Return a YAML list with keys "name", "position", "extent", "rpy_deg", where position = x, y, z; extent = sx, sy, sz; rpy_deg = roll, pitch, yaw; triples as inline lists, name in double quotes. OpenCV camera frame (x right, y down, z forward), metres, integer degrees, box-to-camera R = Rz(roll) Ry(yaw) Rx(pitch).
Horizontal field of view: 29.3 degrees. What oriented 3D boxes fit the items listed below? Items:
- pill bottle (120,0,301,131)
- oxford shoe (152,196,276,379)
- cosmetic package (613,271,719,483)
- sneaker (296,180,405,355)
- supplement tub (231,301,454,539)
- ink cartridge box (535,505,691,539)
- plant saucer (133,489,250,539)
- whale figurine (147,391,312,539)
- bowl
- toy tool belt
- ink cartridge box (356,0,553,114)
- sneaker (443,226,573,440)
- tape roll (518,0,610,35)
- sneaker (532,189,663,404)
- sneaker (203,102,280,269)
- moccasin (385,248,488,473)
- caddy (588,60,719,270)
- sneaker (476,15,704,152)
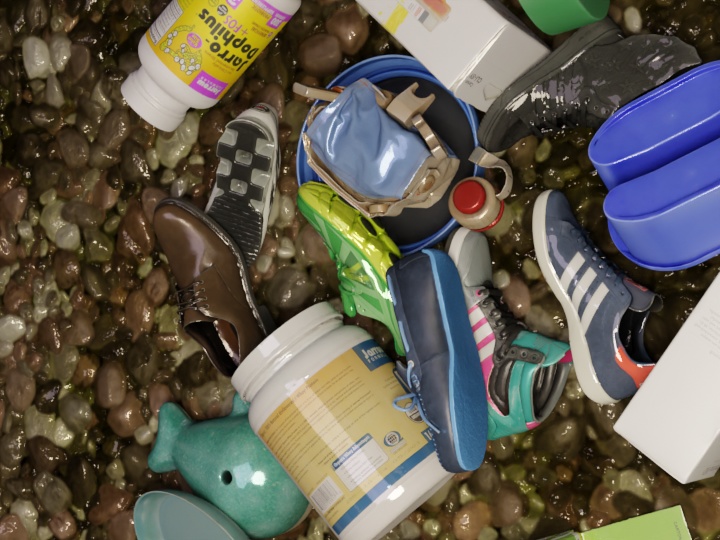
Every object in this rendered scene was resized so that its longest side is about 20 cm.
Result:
- name: "pill bottle"
  position: [-0.160, -0.241, 1.431]
  extent: [0.200, 0.104, 0.104]
  rpy_deg: [-46, 68, 18]
- name: "oxford shoe"
  position: [-0.156, 0.018, 1.388]
  extent: [0.072, 0.084, 0.201]
  rpy_deg: [-30, 93, 34]
- name: "cosmetic package"
  position: [0.310, 0.076, 1.158]
  extent: [0.081, 0.113, 0.201]
  rpy_deg: [36, 105, 25]
- name: "sneaker"
  position: [0.000, 0.000, 1.306]
  extent: [0.084, 0.074, 0.200]
  rpy_deg: [-42, 85, 26]
- name: "supplement tub"
  position: [-0.014, 0.144, 1.292]
  extent: [0.145, 0.145, 0.200]
  rpy_deg: [-44, 78, 18]
- name: "ink cartridge box"
  position: [0.203, 0.304, 1.219]
  extent: [0.199, 0.076, 0.149]
  rpy_deg: [-22, 77, 26]
- name: "plant saucer"
  position: [-0.149, 0.297, 1.382]
  extent: [0.199, 0.027, 0.201]
  rpy_deg: [27, 137, 29]
- name: "whale figurine"
  position: [-0.139, 0.194, 1.390]
  extent: [0.199, 0.104, 0.160]
  rpy_deg: [17, 95, 26]
- name: "bowl"
  position: [0.032, -0.110, 1.357]
  extent: [0.200, 0.039, 0.202]
  rpy_deg: [-2, 86, 28]
- name: "toy tool belt"
  position: [0.031, -0.107, 1.255]
  extent: [0.200, 0.123, 0.125]
  rpy_deg: [34, 92, 28]
- name: "ink cartridge box"
  position: [0.073, -0.245, 1.286]
  extent: [0.083, 0.145, 0.200]
  rpy_deg: [-48, 68, 15]
- name: "sneaker"
  position: [0.139, 0.058, 1.262]
  extent: [0.120, 0.083, 0.201]
  rpy_deg: [-3, 93, 33]
- name: "tape roll"
  position: [0.163, -0.310, 1.209]
  extent: [0.048, 0.200, 0.202]
  rpy_deg: [-15, 80, 25]
- name: "sneaker"
  position: [0.219, 0.013, 1.227]
  extent: [0.084, 0.075, 0.201]
  rpy_deg: [-24, 79, 32]
- name: "sneaker"
  position: [-0.118, -0.081, 1.426]
  extent: [0.074, 0.089, 0.201]
  rpy_deg: [22, 121, 2]
- name: "moccasin"
  position: [0.067, 0.084, 1.236]
  extent: [0.068, 0.080, 0.201]
  rpy_deg: [-15, 73, 28]
- name: "caddy"
  position: [0.294, -0.085, 1.180]
  extent: [0.199, 0.105, 0.142]
  rpy_deg: [-27, 47, 24]
- name: "sneaker"
  position: [0.207, -0.154, 1.254]
  extent: [0.200, 0.060, 0.104]
  rpy_deg: [-42, 66, 11]
